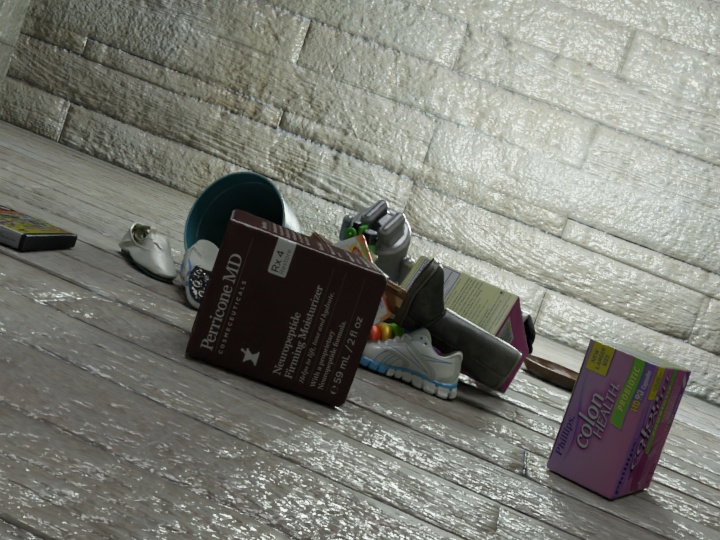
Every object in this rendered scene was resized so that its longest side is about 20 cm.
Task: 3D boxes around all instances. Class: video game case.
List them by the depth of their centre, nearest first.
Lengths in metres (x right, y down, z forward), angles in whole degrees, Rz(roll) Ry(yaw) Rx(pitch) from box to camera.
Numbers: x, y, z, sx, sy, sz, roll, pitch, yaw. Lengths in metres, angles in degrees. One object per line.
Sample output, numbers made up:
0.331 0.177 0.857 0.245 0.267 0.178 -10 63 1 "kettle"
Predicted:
-0.535 -0.073 1.452 0.177 0.026 0.200 21 3 3 "video game case"

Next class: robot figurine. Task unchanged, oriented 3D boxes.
0.028 -0.035 1.772 0.169 0.112 0.202 40 -32 21 "robot figurine"

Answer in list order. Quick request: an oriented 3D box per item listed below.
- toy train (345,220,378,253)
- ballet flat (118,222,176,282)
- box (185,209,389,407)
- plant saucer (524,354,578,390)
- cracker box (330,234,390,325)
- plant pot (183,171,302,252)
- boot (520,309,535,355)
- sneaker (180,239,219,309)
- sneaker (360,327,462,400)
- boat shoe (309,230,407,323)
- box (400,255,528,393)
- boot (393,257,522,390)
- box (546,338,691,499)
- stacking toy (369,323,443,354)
-0.007 0.018 1.688 0.055 0.205 0.042 15 16 24 "toy train"
-0.351 -0.039 1.636 0.068 0.071 0.199 17 6 -33 "ballet flat"
-0.090 0.041 1.197 0.196 0.169 0.164 19 5 -9 "box"
0.461 0.242 2.272 0.196 0.033 0.200 21 4 -1 "plant saucer"
-0.040 0.033 1.443 0.057 0.137 0.199 -18 1 29 "cracker box"
-0.188 -0.045 1.774 0.197 0.203 0.188 22 -11 27 "plant pot"
0.275 0.142 1.829 0.095 0.073 0.203 28 -36 34 "boot"
-0.245 0.019 1.514 0.071 0.073 0.201 30 15 -18 "sneaker"
0.065 0.122 1.504 0.196 0.088 0.075 19 6 -2 "sneaker"
0.000 0.000 1.630 0.199 0.074 0.076 42 5 2 "boat shoe"
0.177 0.094 1.712 0.197 0.097 0.177 24 -26 29 "box"
0.157 0.087 1.503 0.199 0.073 0.183 37 -29 10 "boot"
0.349 0.196 1.317 0.095 0.179 0.199 22 4 31 "box"
0.048 0.119 1.584 0.196 0.087 0.085 11 8 -25 "stacking toy"
